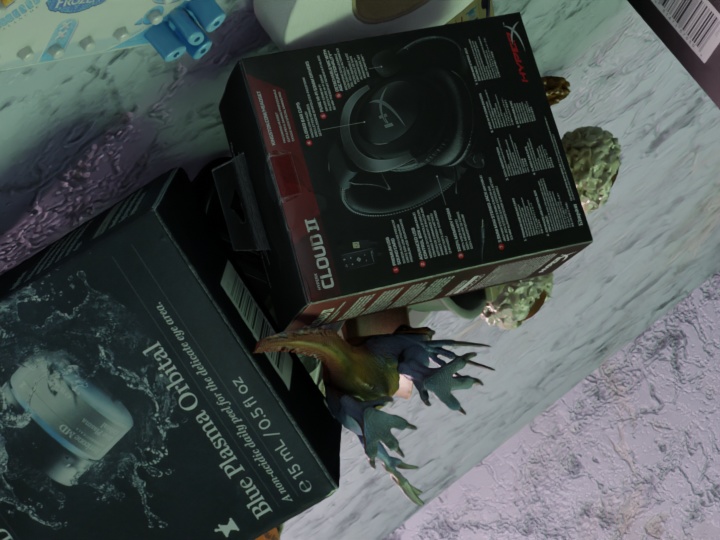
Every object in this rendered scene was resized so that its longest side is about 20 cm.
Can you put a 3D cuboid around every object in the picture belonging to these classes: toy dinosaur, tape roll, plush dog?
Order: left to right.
[{"bbox_3d":[0.012,0.052,0.941,0.105,0.200,0.181,-46,-157,-3],"label":"toy dinosaur"},{"bbox_3d":[0.029,-0.193,0.885,0.202,0.037,0.203,-34,165,-10],"label":"tape roll"},{"bbox_3d":[0.108,-0.079,1.264,0.200,0.160,0.172,-56,152,-17],"label":"plush dog"}]

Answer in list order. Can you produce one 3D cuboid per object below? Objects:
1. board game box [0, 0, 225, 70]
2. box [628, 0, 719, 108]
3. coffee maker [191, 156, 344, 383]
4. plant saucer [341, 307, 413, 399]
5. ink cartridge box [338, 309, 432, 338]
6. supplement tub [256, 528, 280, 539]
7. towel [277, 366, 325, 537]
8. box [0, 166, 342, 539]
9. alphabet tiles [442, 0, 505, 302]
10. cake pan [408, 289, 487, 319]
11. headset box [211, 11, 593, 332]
[{"bbox_3d":[-0.107,-0.160,0.706,0.200,0.026,0.200,-20,157,-46],"label":"board game box"},{"bbox_3d":[0.324,-0.239,1.165,0.200,0.149,0.107,-31,163,-24],"label":"box"},{"bbox_3d":[-0.104,0.036,1.030,0.191,0.135,0.200,7,128,-20],"label":"coffee maker"},{"bbox_3d":[0.000,0.000,1.121,0.035,0.201,0.200,-11,160,-7],"label":"plant saucer"},{"bbox_3d":[-0.026,0.074,1.353,0.148,0.086,0.200,-45,179,26],"label":"ink cartridge box"},{"bbox_3d":[-0.162,0.216,1.103,0.199,0.123,0.122,-9,-177,35],"label":"supplement tub"},{"bbox_3d":[-0.084,0.142,1.188,0.034,0.132,0.201,25,89,-33],"label":"towel"},{"bbox_3d":[-0.143,0.080,0.896,0.200,0.197,0.117,-31,-167,8],"label":"box"},{"bbox_3d":[0.089,-0.088,1.058,0.006,0.201,0.166,-2,-158,23],"label":"alphabet tiles"},{"bbox_3d":[0.037,-0.061,1.031,0.037,0.201,0.200,-15,172,20],"label":"cake pan"},{"bbox_3d":[0.015,-0.056,0.887,0.199,0.149,0.077,-13,168,-18],"label":"headset box"}]
